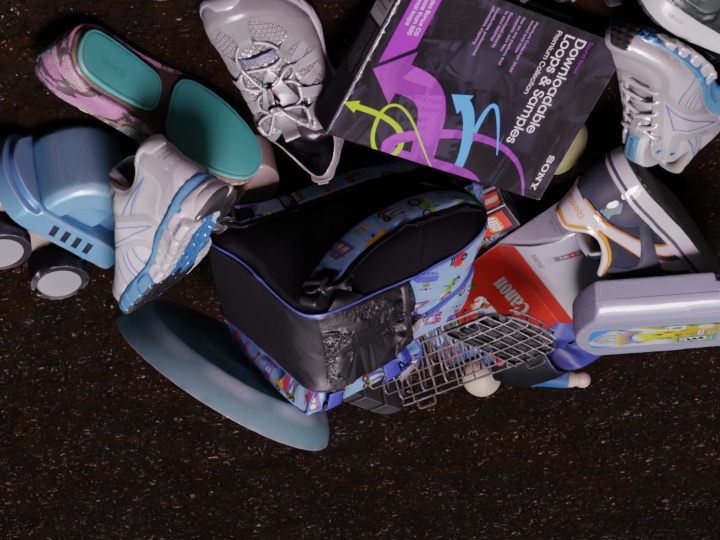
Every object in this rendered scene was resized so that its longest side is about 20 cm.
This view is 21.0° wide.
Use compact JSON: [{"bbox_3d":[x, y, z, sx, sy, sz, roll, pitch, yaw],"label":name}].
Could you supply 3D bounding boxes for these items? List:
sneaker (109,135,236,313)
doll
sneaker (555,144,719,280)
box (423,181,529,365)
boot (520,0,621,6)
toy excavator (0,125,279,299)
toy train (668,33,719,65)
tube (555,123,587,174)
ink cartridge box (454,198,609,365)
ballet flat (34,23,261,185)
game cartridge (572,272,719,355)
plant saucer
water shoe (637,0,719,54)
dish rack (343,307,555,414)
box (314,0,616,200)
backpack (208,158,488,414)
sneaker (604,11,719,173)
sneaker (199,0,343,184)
[{"bbox_3d":[-0.158,-0.040,1.475,0.075,0.087,0.200,-39,173,-34],"label":"sneaker"},{"bbox_3d":[0.182,0.079,1.865,0.199,0.049,0.136,-25,143,31],"label":"doll"},{"bbox_3d":[0.222,-0.031,1.569,0.079,0.079,0.200,-33,142,16],"label":"sneaker"},{"bbox_3d":[0.097,0.003,1.714,0.136,0.038,0.200,-25,145,14],"label":"box"},{"bbox_3d":[0.131,-0.246,1.287,0.161,0.074,0.199,1,156,-4],"label":"boot"},{"bbox_3d":[-0.190,-0.065,1.544,0.199,0.100,0.194,-32,142,25],"label":"toy excavator"},{"bbox_3d":[0.304,-0.152,1.506,0.046,0.034,0.199,-26,143,38],"label":"toy train"},{"bbox_3d":[0.093,-0.136,1.499,0.199,0.058,0.052,25,-178,-35],"label":"tube"},{"bbox_3d":[0.181,0.009,1.684,0.200,0.050,0.162,-37,143,6],"label":"ink cartridge box"},{"bbox_3d":[-0.163,-0.123,1.476,0.071,0.070,0.200,-8,151,45],"label":"ballet flat"},{"bbox_3d":[0.243,0.039,1.624,0.132,0.041,0.200,-1,169,7],"label":"game cartridge"},{"bbox_3d":[-0.105,0.079,1.576,0.200,0.200,0.028,26,101,-40],"label":"plant saucer"},{"bbox_3d":[0.292,-0.191,1.402,0.199,0.072,0.079,11,137,-32],"label":"water shoe"},{"bbox_3d":[0.061,0.066,1.655,0.199,0.055,0.153,-22,158,25],"label":"dish rack"},{"bbox_3d":[0.084,-0.140,1.440,0.199,0.036,0.143,14,118,-31],"label":"box"},{"bbox_3d":[0.000,0.000,1.548,0.199,0.182,0.135,-26,128,-25],"label":"backpack"},{"bbox_3d":[0.223,-0.123,1.450,0.087,0.075,0.200,-55,147,2],"label":"sneaker"},{"bbox_3d":[-0.053,-0.138,1.436,0.074,0.082,0.200,-16,147,20],"label":"sneaker"}]
